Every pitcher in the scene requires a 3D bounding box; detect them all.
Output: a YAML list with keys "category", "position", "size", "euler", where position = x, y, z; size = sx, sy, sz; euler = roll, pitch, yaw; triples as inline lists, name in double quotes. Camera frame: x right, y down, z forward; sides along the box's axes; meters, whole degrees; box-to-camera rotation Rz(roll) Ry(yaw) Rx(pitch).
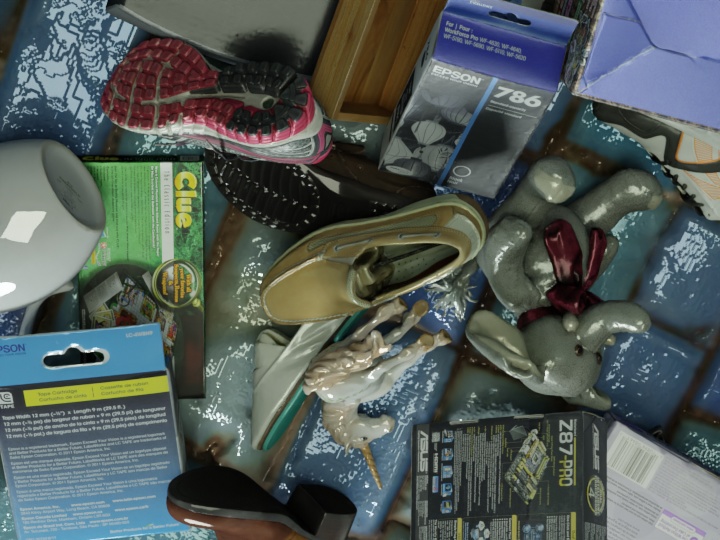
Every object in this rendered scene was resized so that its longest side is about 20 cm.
- category: "pitcher"
  position: [-0.284, -0.002, 1.654]
  size: [0.199, 0.122, 0.172]
  euler: [-31, 127, 19]

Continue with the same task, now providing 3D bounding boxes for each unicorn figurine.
- category: "unicorn figurine"
  position: [0.007, 0.084, 1.687]
  size: [0.137, 0.074, 0.200]
  euler: [-39, 149, 11]

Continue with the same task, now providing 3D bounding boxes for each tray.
- category: "tray"
  position: [0.029, -0.211, 1.613]
  size: [0.037, 0.098, 0.201]
  euler: [29, 107, 33]

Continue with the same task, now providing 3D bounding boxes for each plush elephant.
- category: "plush elephant"
  position: [0.156, 0.025, 1.653]
  size: [0.200, 0.164, 0.155]
  euler: [-39, 65, 24]

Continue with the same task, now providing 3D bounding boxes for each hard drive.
- category: "hard drive"
  position: [-0.085, -0.221, 1.629]
  size: [0.199, 0.042, 0.136]
  euler: [18, 105, -9]

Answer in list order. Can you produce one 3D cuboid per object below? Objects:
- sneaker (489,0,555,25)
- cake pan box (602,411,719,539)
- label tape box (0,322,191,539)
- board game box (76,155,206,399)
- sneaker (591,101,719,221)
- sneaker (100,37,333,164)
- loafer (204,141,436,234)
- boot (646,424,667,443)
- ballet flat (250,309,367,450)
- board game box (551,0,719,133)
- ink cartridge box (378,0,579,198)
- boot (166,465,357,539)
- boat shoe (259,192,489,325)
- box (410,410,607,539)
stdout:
- category: "sneaker"
  position: [0.108, -0.241, 1.606]
  size: [0.075, 0.077, 0.201]
  euler: [18, 100, 37]
- category: "cake pan box"
  position: [0.235, 0.238, 1.725]
  size: [0.199, 0.052, 0.185]
  euler: [28, 94, -6]
- category: "label tape box"
  position: [-0.216, 0.119, 1.694]
  size: [0.142, 0.066, 0.201]
  euler: [-6, 119, -1]
- category: "board game box"
  position: [-0.176, 0.007, 1.704]
  size: [0.104, 0.023, 0.201]
  euler: [1, 108, -1]
- category: "sneaker"
  position: [0.268, -0.084, 1.678]
  size: [0.199, 0.074, 0.080]
  euler: [24, 106, -10]
- category: "sneaker"
  position: [-0.113, -0.118, 1.609]
  size: [0.081, 0.199, 0.075]
  euler: [-64, 147, -15]
- category: "loafer"
  position: [-0.028, -0.067, 1.673]
  size: [0.199, 0.071, 0.073]
  euler: [24, 127, 3]
- category: "boot"
  position: [0.220, 0.247, 1.777]
  size: [0.173, 0.069, 0.201]
  euler: [-22, 105, 4]
- category: "ballet flat"
  position: [-0.044, 0.050, 1.710]
  size: [0.069, 0.069, 0.201]
  euler: [34, 98, -12]
- category: "board game box"
  position: [0.229, -0.176, 1.579]
  size: [0.158, 0.200, 0.097]
  euler: [14, 105, -8]
- category: "ink cartridge box"
  position: [0.084, -0.127, 1.575]
  size: [0.099, 0.039, 0.200]
  euler: [14, 148, -7]
- category: "boot"
  position: [-0.115, 0.262, 1.739]
  size: [0.188, 0.068, 0.201]
  euler: [10, 113, -48]
- category: "boat shoe"
  position: [0.000, 0.000, 1.612]
  size: [0.199, 0.076, 0.072]
  euler: [-25, 109, 28]
- category: "box"
  position: [0.116, 0.217, 1.689]
  size: [0.160, 0.049, 0.202]
  euler: [-9, 73, 33]
